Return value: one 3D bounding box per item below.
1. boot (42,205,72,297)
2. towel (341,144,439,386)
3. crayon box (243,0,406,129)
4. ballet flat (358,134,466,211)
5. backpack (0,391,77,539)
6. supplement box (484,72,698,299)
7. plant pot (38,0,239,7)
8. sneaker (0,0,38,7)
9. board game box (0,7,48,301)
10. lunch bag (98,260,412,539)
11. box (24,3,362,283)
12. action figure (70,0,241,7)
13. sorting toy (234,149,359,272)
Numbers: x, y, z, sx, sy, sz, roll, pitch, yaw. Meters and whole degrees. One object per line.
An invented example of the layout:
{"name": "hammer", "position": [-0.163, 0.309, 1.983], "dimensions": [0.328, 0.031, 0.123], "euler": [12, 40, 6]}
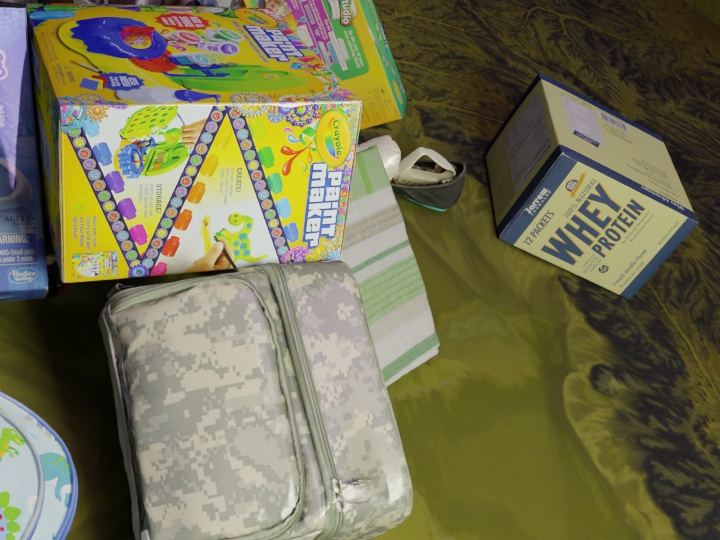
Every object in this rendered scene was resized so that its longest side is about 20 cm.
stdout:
{"name": "boot", "position": [-0.287, -0.036, 0.738], "dimensions": [0.154, 0.074, 0.204], "euler": [39, 35, 2]}
{"name": "towel", "position": [0.000, 0.000, 0.879], "dimensions": [0.149, 0.031, 0.201], "euler": [-25, 99, -54]}
{"name": "crayon box", "position": [-0.038, -0.245, 1.076], "dimensions": [0.058, 0.118, 0.201], "euler": [-79, 151, -54]}
{"name": "ballet flat", "position": [0.037, -0.114, 1.112], "dimensions": [0.199, 0.069, 0.068], "euler": [3, 44, -37]}
{"name": "backpack", "position": [-0.239, 0.132, 0.499], "dimensions": [0.182, 0.147, 0.200], "euler": [32, 31, -7]}
{"name": "supplement box", "position": [0.278, -0.107, 1.247], "dimensions": [0.199, 0.135, 0.200], "euler": [23, 35, -16]}
{"name": "plant pot", "position": [-0.187, -0.229, 0.990], "dimensions": [0.175, 0.200, 0.200], "euler": [57, 36, 2]}
{"name": "sneaker", "position": [-0.315, -0.263, 0.850], "dimensions": [0.080, 0.087, 0.200], "euler": [-7, 52, -43]}
{"name": "board game box", "position": [-0.315, -0.075, 0.656], "dimensions": [0.199, 0.043, 0.200], "euler": [-4, 80, -23]}
{"name": "lunch bag", "position": [-0.078, 0.101, 0.658], "dimensions": [0.167, 0.139, 0.201], "euler": [-4, 69, -28]}
{"name": "box", "position": [-0.128, -0.099, 0.712], "dimensions": [0.191, 0.123, 0.200], "euler": [-5, 32, -23]}
{"name": "action figure", "position": [-0.174, -0.215, 0.851], "dimensions": [0.130, 0.069, 0.200], "euler": [38, 57, -7]}
{"name": "sorting toy", "position": [-0.060, -0.081, 0.897], "dimensions": [0.200, 0.036, 0.186], "euler": [-23, 81, -48]}
